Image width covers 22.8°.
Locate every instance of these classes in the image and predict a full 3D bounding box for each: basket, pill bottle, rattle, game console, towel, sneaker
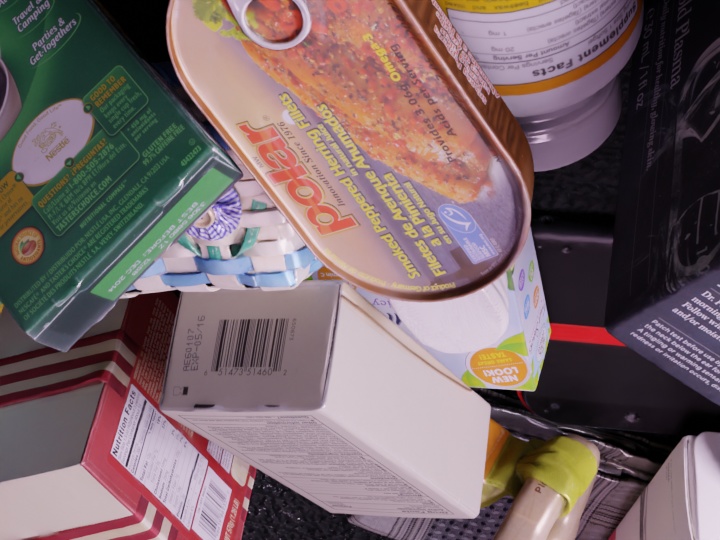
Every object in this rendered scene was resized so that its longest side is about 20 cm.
[{"bbox_3d":[-0.082,-0.091,0.895,0.175,0.139,0.202,-4,105,22],"label":"basket"},{"bbox_3d":[0.068,-0.141,0.793,0.110,0.112,0.201,1,142,15],"label":"pill bottle"},{"bbox_3d":[0.079,0.163,1.163,0.141,0.131,0.200,12,160,10],"label":"rattle"},{"bbox_3d":[0.189,0.035,1.061,0.198,0.031,0.178,4,136,10],"label":"game console"},{"bbox_3d":[0.102,0.154,1.230,0.191,0.035,0.201,18,142,-6],"label":"towel"},{"bbox_3d":[0.020,-0.055,0.869,0.074,0.089,0.201,-9,132,21],"label":"sneaker"}]

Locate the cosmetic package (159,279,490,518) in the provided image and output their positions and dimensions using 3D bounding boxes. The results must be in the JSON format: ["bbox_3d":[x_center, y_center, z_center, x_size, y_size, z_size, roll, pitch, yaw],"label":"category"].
[{"bbox_3d":[-0.013,0.075,0.985,0.103,0.074,0.200,-2,158,27],"label":"cosmetic package"}]

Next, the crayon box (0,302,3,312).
[{"bbox_3d":[-0.210,-0.047,0.986,0.050,0.128,0.201,14,144,-3],"label":"crayon box"}]

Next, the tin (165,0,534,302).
[{"bbox_3d":[-0.002,-0.070,0.777,0.111,0.042,0.201,-23,121,25],"label":"tin"}]

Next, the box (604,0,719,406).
[{"bbox_3d":[0.219,-0.063,0.774,0.123,0.201,0.196,31,139,-24],"label":"box"}]

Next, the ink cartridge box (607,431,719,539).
[{"bbox_3d":[0.249,0.185,1.152,0.145,0.084,0.201,5,151,-6],"label":"ink cartridge box"}]

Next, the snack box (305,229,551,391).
[{"bbox_3d":[0.000,0.000,1.027,0.198,0.053,0.143,2,137,20],"label":"snack box"}]

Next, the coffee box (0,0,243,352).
[{"bbox_3d":[-0.158,-0.077,0.832,0.123,0.200,0.044,-44,158,4],"label":"coffee box"}]

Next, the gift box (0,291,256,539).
[{"bbox_3d":[-0.181,0.133,1.163,0.185,0.186,0.201,-14,130,28],"label":"gift box"}]
